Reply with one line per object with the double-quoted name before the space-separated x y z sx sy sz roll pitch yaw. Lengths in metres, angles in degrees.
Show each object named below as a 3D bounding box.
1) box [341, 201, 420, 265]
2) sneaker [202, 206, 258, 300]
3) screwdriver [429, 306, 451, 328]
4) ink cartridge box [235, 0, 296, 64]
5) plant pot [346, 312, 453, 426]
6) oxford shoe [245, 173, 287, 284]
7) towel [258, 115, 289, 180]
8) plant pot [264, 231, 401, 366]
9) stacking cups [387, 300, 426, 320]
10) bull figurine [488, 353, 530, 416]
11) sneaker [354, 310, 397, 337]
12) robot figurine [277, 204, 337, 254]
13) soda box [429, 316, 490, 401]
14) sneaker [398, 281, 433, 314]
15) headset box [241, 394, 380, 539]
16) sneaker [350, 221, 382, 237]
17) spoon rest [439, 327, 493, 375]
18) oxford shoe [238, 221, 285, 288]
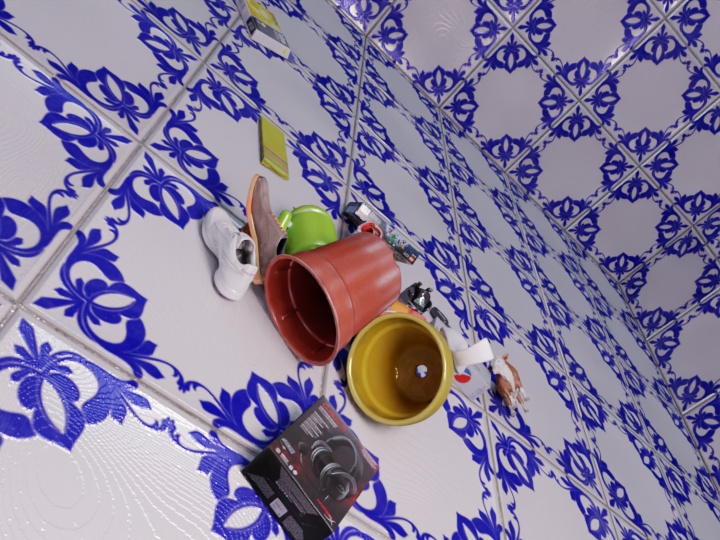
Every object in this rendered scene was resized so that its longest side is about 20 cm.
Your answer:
"box" 0.050 -0.096 1.674 0.199 0.038 0.136 41 -6 -16
"sneaker" -0.226 -0.047 1.187 0.074 0.100 0.203 14 40 -43
"screwdriver" 0.237 0.165 1.660 0.029 0.028 0.201 22 24 -48
"ink cartridge box" -0.294 -0.776 2.119 0.197 0.047 0.201 14 41 -46
"plant pot" 0.095 0.193 1.277 0.204 0.199 0.188 58 13 20
"oxford shoe" -0.170 -0.080 1.229 0.071 0.070 0.207 17 68 -79
"towel" -0.217 -0.306 1.644 0.085 0.018 0.203 36 27 -36
"plant pot" -0.038 0.034 1.183 0.193 0.202 0.203 -27 74 -38
"stacking cups" 0.048 0.077 1.421 0.197 0.062 0.060 31 25 7
"bull figurine" 0.372 0.287 1.644 0.124 0.064 0.201 68 6 29
"sneaker" 0.025 0.126 1.355 0.194 0.078 0.083 18 34 -12
"robot figurine" -0.104 -0.054 1.365 0.173 0.115 0.203 31 30 -32
"soda box" 0.225 0.212 1.580 0.200 0.063 0.068 46 26 -7
"sneaker" 0.115 0.094 1.478 0.077 0.140 0.202 35 28 -21
"headset box" -0.066 0.297 1.001 0.150 0.077 0.199 51 28 5
"sneaker" 0.024 -0.062 1.582 0.068 0.108 0.200 54 26 15
"spoon rest" 0.193 0.158 1.287 0.200 0.059 0.102 153 -83 -77
"oxford shoe" -0.169 -0.020 1.274 0.203 0.071 0.071 58 27 15
